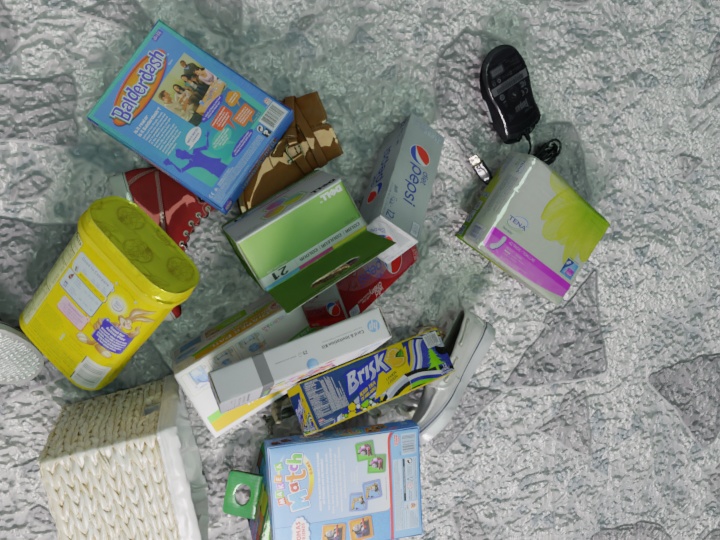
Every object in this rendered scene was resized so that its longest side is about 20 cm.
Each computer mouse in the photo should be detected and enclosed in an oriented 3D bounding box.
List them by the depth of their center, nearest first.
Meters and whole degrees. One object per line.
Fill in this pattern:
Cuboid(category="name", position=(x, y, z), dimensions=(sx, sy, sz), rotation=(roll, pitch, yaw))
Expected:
Cuboid(category="computer mouse", position=(0.196, -0.211, 1.068), dimensions=(0.140, 0.046, 0.200), rotation=(-39, 119, -10))

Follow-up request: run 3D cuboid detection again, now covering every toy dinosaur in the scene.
Cuboid(category="toy dinosaur", position=(-0.091, 0.175, 1.012), dimensions=(0.088, 0.200, 0.047), rotation=(-36, 87, 28))

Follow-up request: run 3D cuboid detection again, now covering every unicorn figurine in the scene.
Cuboid(category="unicorn figurine", position=(0.068, 0.166, 1.088), dimensions=(0.137, 0.074, 0.200), rotation=(36, 72, -18))

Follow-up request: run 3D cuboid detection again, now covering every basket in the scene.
Cuboid(category="basket", position=(-0.284, 0.265, 0.934), dimensions=(0.161, 0.198, 0.200), rotation=(-13, 104, -9))

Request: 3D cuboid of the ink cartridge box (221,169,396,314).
Cuboid(category="ink cartridge box", position=(-0.065, -0.041, 0.863), dimensions=(0.148, 0.200, 0.076), rotation=(-32, 111, -10))

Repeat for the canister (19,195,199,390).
Cuboid(category="canister", position=(-0.305, 0.032, 0.888), dimensions=(0.149, 0.087, 0.200), rotation=(46, 117, 2))

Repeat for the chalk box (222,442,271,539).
Cuboid(category="chalk box", position=(-0.087, 0.321, 1.035), dimensions=(0.200, 0.124, 0.125), rotation=(9, 96, -17))

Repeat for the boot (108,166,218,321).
Cuboid(category="boot", position=(-0.225, -0.042, 0.962), dimensions=(0.144, 0.072, 0.200), rotation=(-16, 100, -14))

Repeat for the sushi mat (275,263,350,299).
Cuboid(category="sushi mat", position=(-0.080, -0.002, 0.940), dimensions=(0.096, 0.200, 0.012), rotation=(-26, 108, -11))

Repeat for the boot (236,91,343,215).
Cuboid(category="boot", position=(-0.094, -0.127, 0.977), dimensions=(0.155, 0.074, 0.200), rotation=(-20, 102, -8))

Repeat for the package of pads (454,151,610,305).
Cuboid(category="package of pads", position=(0.255, -0.062, 1.079), dimensions=(0.200, 0.068, 0.155), rotation=(31, 91, -31))

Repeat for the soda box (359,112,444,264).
Cuboid(category="soda box", position=(0.051, -0.110, 0.973), dimensions=(0.063, 0.068, 0.200), rotation=(33, 49, -19))

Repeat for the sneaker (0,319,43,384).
Cuboid(category="sneaker", position=(-0.485, 0.074, 0.908), dimensions=(0.078, 0.079, 0.200), rotation=(-52, 133, 4))

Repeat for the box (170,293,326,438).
Cuboid(category="box", position=(-0.138, 0.111, 0.990), dimensions=(0.200, 0.112, 0.101), rotation=(-31, 107, -10))

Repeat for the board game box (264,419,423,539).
Cuboid(category="board game box", position=(-0.020, 0.283, 0.967), dimensions=(0.200, 0.037, 0.152), rotation=(-5, 98, -16))

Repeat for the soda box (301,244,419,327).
Cuboid(category="soda box", position=(0.000, 0.000, 0.975), dimensions=(0.200, 0.070, 0.063), rotation=(-39, 113, -50))

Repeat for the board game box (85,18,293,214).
Cuboid(category="board game box", position=(-0.206, -0.187, 0.916), dimensions=(0.200, 0.045, 0.152), rotation=(35, 84, 0))

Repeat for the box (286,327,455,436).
Cuboid(category="box", position=(0.014, 0.139, 0.939), dimensions=(0.200, 0.070, 0.064), rotation=(-19, 80, -23))

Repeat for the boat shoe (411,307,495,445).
Cuboid(category="boat shoe", position=(0.114, 0.143, 1.033), dimensions=(0.066, 0.072, 0.200), rotation=(37, 77, -12))

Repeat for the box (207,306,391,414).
Cuboid(category="box", position=(-0.075, 0.108, 0.868), dimensions=(0.200, 0.156, 0.041), rotation=(-21, 81, -15))
